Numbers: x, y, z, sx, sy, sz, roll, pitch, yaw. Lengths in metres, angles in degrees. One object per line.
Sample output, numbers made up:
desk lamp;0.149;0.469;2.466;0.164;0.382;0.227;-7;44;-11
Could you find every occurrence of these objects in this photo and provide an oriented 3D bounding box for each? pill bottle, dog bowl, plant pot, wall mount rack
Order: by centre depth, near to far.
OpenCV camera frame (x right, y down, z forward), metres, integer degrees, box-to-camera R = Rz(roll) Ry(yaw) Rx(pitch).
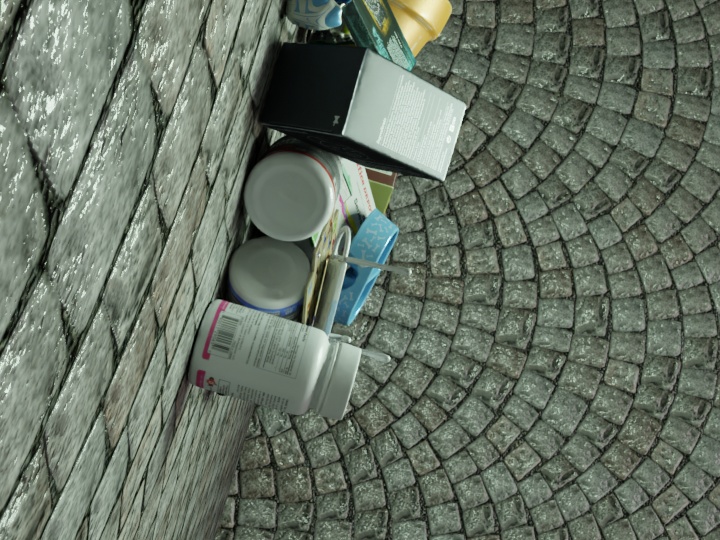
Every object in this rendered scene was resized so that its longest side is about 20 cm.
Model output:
pill bottle;-0.107;0.117;1.186;0.113;0.199;0.114;-163;-90;-88
pill bottle;-0.083;-0.120;1.253;0.200;0.115;0.116;-79;-174;-71
wall mount rack;-0.007;0.044;1.273;0.174;0.074;0.201;-166;-92;-72
pill bottle;-0.137;0.052;1.328;0.200;0.113;0.114;108;-2;-54
dog bowl;0.000;0.000;1.492;0.201;0.049;0.111;-64;172;18
plant pot;0.022;-0.395;1.551;0.184;0.200;0.200;-62;-178;2

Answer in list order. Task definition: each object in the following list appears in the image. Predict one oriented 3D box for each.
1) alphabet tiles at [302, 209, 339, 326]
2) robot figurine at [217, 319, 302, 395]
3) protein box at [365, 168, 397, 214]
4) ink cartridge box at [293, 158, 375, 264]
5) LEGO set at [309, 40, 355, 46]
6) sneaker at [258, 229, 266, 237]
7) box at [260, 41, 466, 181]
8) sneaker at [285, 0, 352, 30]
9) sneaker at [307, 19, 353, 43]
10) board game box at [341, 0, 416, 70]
alphabet tiles;-0.057;0.016;1.313;0.167;0.006;0.200;-72;172;-45
robot figurine;-0.163;0.133;1.513;0.200;0.124;0.151;130;-34;-86
protein box;-0.030;-0.201;1.798;0.199;0.199;0.135;110;-3;-68
ink cartridge box;-0.061;-0.094;1.471;0.200;0.084;0.145;-53;136;-46
LEGO set;-0.027;-0.248;1.361;0.200;0.153;0.116;-87;170;-54
sneaker;-0.145;-0.033;1.507;0.200;0.066;0.091;-73;171;-73
box;0.005;-0.194;1.156;0.200;0.148;0.107;15;91;-48
sneaker;-0.035;-0.351;1.113;0.072;0.072;0.201;106;-2;-51
sneaker;-0.035;-0.382;1.407;0.200;0.077;0.080;110;-12;-65
board game box;0.011;-0.353;1.297;0.200;0.028;0.135;62;27;-19
